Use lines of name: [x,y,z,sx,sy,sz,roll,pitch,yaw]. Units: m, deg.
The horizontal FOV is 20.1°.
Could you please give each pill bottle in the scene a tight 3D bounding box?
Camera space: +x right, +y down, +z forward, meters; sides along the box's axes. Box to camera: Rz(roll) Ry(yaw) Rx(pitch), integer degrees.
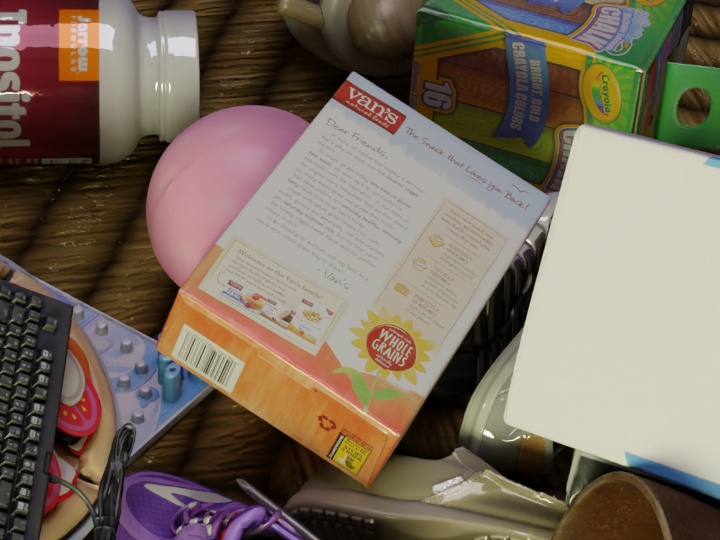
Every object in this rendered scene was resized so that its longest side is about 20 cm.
pill bottle: [-0.205,-0.125,1.310,0.199,0.113,0.113,-2,39,-7]

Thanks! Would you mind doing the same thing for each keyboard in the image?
keyboard: [-0.160,0.093,0.984,0.127,0.021,0.201,25,44,-25]

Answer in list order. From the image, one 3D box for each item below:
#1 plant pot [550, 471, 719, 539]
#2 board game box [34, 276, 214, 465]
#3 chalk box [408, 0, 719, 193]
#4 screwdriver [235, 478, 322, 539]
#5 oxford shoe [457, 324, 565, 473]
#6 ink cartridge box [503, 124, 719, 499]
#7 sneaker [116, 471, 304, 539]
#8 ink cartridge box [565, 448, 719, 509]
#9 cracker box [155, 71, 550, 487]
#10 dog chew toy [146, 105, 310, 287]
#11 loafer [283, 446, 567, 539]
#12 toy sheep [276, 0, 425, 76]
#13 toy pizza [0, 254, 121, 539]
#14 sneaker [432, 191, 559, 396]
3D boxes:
plant pot: [0.191,0.202,0.914,0.199,0.188,0.187,13,37,-14]
board game box: [-0.216,0.065,1.143,0.199,0.026,0.200,26,44,24]
chalk box: [0.144,-0.123,1.336,0.199,0.125,0.124,17,40,17]
screwdriver: [0.012,0.167,1.018,0.199,0.029,0.028,31,19,18]
oxford shoe: [0.122,0.043,1.140,0.057,0.075,0.200,21,50,21]
ink cartridge box: [0.193,0.026,0.977,0.146,0.147,0.200,18,6,34]
sneaker: [-0.059,0.138,1.003,0.080,0.084,0.199,-36,39,-29]
ink cartridge box: [0.212,0.121,1.067,0.196,0.047,0.200,15,3,11]
cracker box: [0.000,0.000,1.082,0.134,0.058,0.200,33,50,4]
dog chew toy: [-0.046,-0.002,1.176,0.124,0.125,0.200,-14,50,-22]
loafer: [0.061,0.130,1.051,0.199,0.076,0.068,12,45,10]
toy sheep: [0.000,-0.204,1.419,0.137,0.139,0.200,-4,35,-11]
toy pizza: [-0.202,0.057,1.017,0.199,0.032,0.201,24,44,-25]
sneaker: [0.043,0.004,1.221,0.115,0.076,0.200,15,30,23]
